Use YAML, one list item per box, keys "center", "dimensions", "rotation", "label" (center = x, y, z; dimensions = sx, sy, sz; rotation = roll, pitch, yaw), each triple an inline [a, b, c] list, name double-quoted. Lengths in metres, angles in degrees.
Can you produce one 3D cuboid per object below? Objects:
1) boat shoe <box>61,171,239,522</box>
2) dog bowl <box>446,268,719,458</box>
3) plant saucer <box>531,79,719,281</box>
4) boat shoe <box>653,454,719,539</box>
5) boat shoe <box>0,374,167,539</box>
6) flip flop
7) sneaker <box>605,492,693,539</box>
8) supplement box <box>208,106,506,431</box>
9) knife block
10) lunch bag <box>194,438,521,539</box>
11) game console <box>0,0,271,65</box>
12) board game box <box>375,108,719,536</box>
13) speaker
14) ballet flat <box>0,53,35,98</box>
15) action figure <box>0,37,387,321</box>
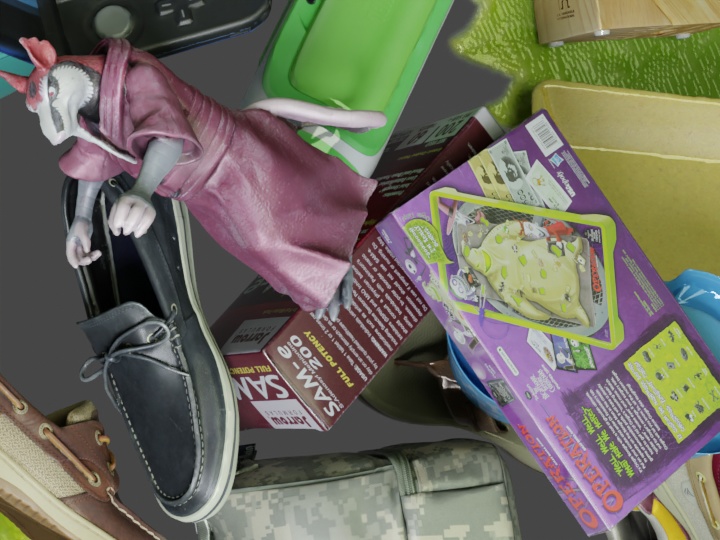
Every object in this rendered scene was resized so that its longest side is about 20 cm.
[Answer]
- center: [-0.114, 0.034, 0.878]
  dimensions: [0.062, 0.074, 0.202]
  rotation: [-4, 79, -52]
  label: "boat shoe"
- center: [0.141, 0.049, 0.972]
  dimensions: [0.198, 0.050, 0.113]
  rotation: [13, 65, -3]
  label: "dog bowl"
- center: [0.199, -0.012, 1.059]
  dimensions: [0.198, 0.049, 0.202]
  rotation: [6, 67, -7]
  label: "plant saucer"
- center: [0.248, 0.161, 1.050]
  dimensions: [0.200, 0.066, 0.074]
  rotation: [44, 72, -26]
  label: "boat shoe"
- center: [-0.154, 0.099, 0.864]
  dimensions: [0.200, 0.072, 0.072]
  rotation: [40, 66, -22]
  label: "boat shoe"
- center: [0.078, 0.071, 1.018]
  dimensions: [0.199, 0.057, 0.082]
  rotation: [28, 73, -21]
  label: "flip flop"
- center: [0.186, 0.112, 1.082]
  dimensions: [0.090, 0.075, 0.202]
  rotation: [-14, 95, -38]
  label: "sneaker"
- center: [0.000, 0.000, 0.944]
  dimensions: [0.061, 0.109, 0.200]
  rotation: [50, 63, -17]
  label: "supplement box"
- center: [0.160, -0.238, 1.086]
  dimensions: [0.198, 0.064, 0.178]
  rotation: [-8, 93, -33]
  label: "knife block"
- center: [-0.002, 0.191, 0.919]
  dimensions: [0.166, 0.139, 0.202]
  rotation: [-6, 89, -16]
  label: "lunch bag"
- center: [-0.149, -0.204, 0.802]
  dimensions: [0.169, 0.119, 0.202]
  rotation: [-17, 71, -6]
  label: "game console"
- center: [0.110, 0.025, 0.903]
  dimensions: [0.120, 0.032, 0.201]
  rotation: [-33, 89, -32]
  label: "board game box"
- center: [-0.001, -0.137, 0.964]
  dimensions: [0.088, 0.088, 0.201]
  rotation: [34, 70, -27]
  label: "speaker"
- center: [-0.221, -0.101, 0.835]
  dimensions: [0.199, 0.069, 0.070]
  rotation: [-37, 107, -28]
  label: "ballet flat"
- center: [-0.076, -0.062, 0.794]
  dimensions: [0.199, 0.133, 0.150]
  rotation: [35, 74, -31]
  label: "action figure"
